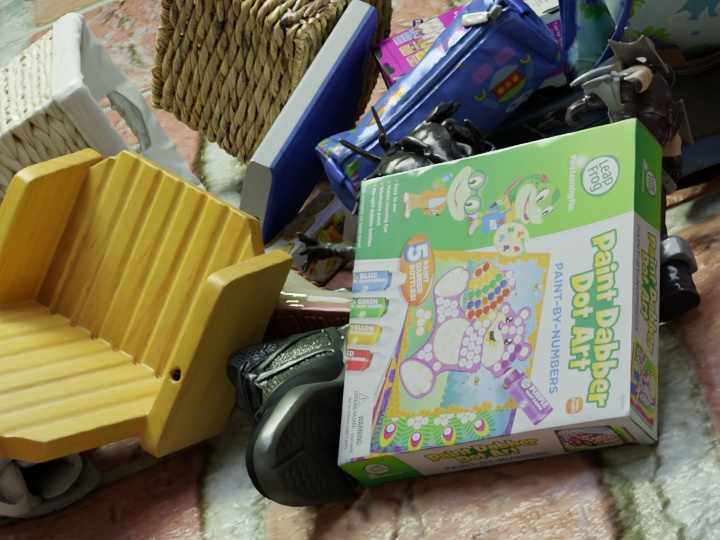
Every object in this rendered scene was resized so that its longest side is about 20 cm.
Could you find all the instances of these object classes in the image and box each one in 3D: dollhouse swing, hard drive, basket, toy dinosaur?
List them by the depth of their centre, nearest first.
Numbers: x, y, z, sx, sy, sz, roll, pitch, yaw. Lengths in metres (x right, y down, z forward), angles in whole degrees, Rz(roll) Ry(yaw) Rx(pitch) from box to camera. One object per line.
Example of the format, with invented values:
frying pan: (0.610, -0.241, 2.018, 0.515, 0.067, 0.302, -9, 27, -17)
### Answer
dollhouse swing: (-0.194, 0.016, 1.625, 0.199, 0.183, 0.175, 29, 10, 34)
toy dinosaur: (0.000, 0.000, 1.772, 0.088, 0.048, 0.200, -6, 22, 1)
hard drive: (-0.044, -0.098, 1.905, 0.025, 0.132, 0.200, 22, 48, 8)
basket: (-0.225, -0.059, 1.924, 0.160, 0.199, 0.200, -34, 22, 5)
basket: (-0.069, -0.197, 2.030, 0.149, 0.201, 0.143, 35, 53, 19)

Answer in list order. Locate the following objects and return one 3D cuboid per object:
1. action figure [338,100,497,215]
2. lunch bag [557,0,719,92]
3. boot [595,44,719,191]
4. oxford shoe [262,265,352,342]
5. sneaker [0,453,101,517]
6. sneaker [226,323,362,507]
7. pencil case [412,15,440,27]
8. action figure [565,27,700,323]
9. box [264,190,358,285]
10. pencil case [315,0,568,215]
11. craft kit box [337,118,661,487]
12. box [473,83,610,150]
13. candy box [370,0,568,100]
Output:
action figure: (0.075, -0.040, 1.692, 0.199, 0.102, 0.119, 29, 59, 35)
lunch bag: (0.233, -0.210, 1.747, 0.169, 0.200, 0.128, -13, 57, -11)
boot: (0.255, -0.105, 1.740, 0.199, 0.097, 0.075, -7, -20, -33)
oxford shoe: (-0.045, 0.022, 1.687, 0.199, 0.071, 0.074, 3, 49, 24)
sneaker: (-0.211, 0.105, 1.713, 0.114, 0.075, 0.200, 1, 37, 44)
sneaker: (-0.044, 0.095, 1.563, 0.114, 0.077, 0.200, -15, 20, 27)
pencil case: (0.148, -0.201, 2.023, 0.199, 0.085, 0.093, -21, 51, 7)
action figure: (0.175, -0.067, 1.593, 0.069, 0.130, 0.201, -17, 48, 30)
box: (-0.059, 0.006, 1.825, 0.041, 0.039, 0.200, -5, 29, 40)
pencil case: (0.057, -0.120, 1.775, 0.200, 0.087, 0.078, -43, 58, 2)
craft kit box: (0.085, 0.021, 1.504, 0.196, 0.049, 0.201, -11, 59, 26)
box: (0.120, -0.097, 1.861, 0.157, 0.051, 0.200, -27, 21, -10)
candy box: (0.116, -0.172, 1.886, 0.199, 0.061, 0.136, -24, 18, 1)
